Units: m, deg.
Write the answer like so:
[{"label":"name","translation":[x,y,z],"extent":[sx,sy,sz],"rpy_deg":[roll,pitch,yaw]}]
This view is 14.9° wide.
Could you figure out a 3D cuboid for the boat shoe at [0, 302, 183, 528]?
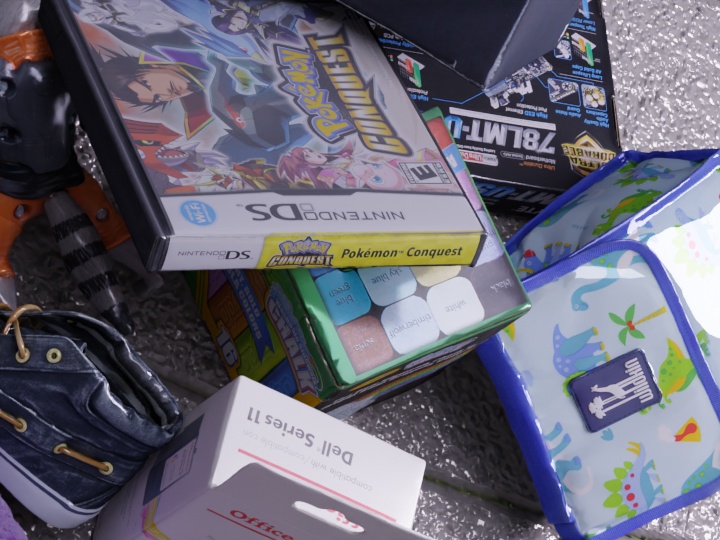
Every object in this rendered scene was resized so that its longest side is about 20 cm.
[{"label":"boat shoe","translation":[-0.186,0.040,1.408],"extent":[0.200,0.091,0.071],"rpy_deg":[40,28,-17]}]

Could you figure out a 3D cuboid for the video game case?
[{"label":"video game case","translation":[-0.052,-0.075,1.401],"extent":[0.180,0.026,0.200],"rpy_deg":[-1,43,-26]}]

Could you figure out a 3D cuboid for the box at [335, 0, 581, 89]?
[{"label":"box","translation":[0.034,-0.210,1.528],"extent":[0.198,0.124,0.200],"rpy_deg":[31,17,7]}]

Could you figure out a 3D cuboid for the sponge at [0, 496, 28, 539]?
[{"label":"sponge","translation":[-0.217,0.132,1.378],"extent":[0.200,0.030,0.111],"rpy_deg":[57,27,13]}]

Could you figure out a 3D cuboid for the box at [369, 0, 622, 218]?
[{"label":"box","translation":[0.063,-0.136,1.692],"extent":[0.199,0.050,0.200],"rpy_deg":[6,67,-30]}]

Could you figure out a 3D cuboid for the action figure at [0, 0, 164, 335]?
[{"label":"action figure","translation":[-0.149,-0.069,1.483],"extent":[0.199,0.104,0.194],"rpy_deg":[-20,108,-23]}]

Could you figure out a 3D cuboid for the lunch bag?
[{"label":"lunch bag","translation":[0.158,0.043,1.610],"extent":[0.200,0.127,0.171],"rpy_deg":[-34,108,-31]}]

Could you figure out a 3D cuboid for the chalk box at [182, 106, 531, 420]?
[{"label":"chalk box","translation":[0.000,0.000,1.490],"extent":[0.124,0.200,0.124],"rpy_deg":[-22,82,-23]}]

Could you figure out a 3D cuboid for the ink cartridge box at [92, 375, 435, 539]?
[{"label":"ink cartridge box","translation":[-0.047,0.121,1.422],"extent":[0.117,0.200,0.068],"rpy_deg":[26,59,-20]}]
